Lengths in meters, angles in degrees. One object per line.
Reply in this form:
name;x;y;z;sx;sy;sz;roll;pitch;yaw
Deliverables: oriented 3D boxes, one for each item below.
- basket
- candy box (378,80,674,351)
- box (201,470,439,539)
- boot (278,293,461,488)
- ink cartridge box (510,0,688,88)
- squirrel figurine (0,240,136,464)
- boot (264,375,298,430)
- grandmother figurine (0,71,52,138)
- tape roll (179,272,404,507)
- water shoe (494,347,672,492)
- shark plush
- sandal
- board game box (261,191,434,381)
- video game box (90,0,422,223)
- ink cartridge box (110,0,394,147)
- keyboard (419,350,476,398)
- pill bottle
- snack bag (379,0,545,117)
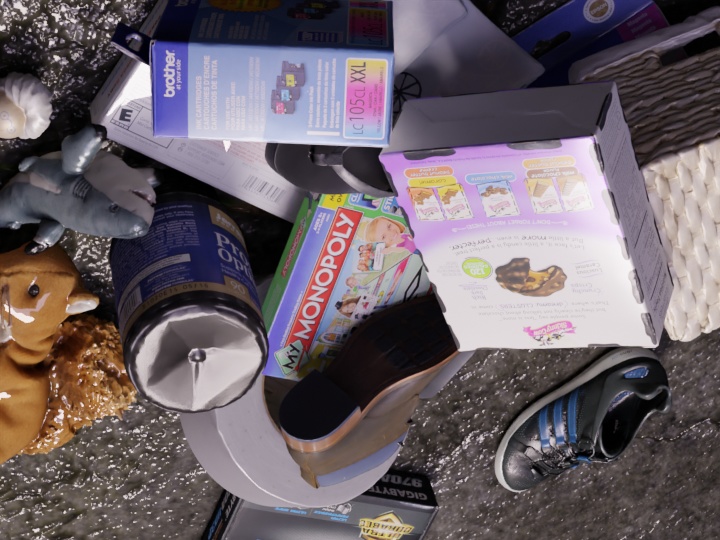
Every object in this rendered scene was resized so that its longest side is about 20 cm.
basket;0.292;-0.085;1.405;0.197;0.161;0.201;-20;127;-1
candy box;0.128;-0.035;1.312;0.167;0.072;0.201;-2;130;27
box;-0.045;0.256;1.696;0.199;0.046;0.159;12;122;-23
boot;0.018;0.097;1.433;0.200;0.075;0.097;-32;148;-20
ink cartridge box;0.190;-0.125;1.472;0.196;0.043;0.200;-32;129;11
squirrel figurine;-0.276;0.063;1.460;0.200;0.142;0.187;21;109;-43
boot;-0.059;0.139;1.564;0.200;0.073;0.096;40;67;-27
grandmother figurine;-0.328;-0.098;1.353;0.199;0.061;0.121;-21;137;5
tape roll;-0.053;0.100;1.487;0.200;0.201;0.066;25;161;-29
water shoe;0.206;0.152;1.659;0.071;0.079;0.200;32;113;-31
shark plush;-0.248;-0.052;1.373;0.199;0.084;0.091;-5;155;16
sandal;0.022;-0.085;1.346;0.199;0.043;0.076;10;104;-30
board game box;0.000;0.000;1.421;0.134;0.029;0.201;12;109;-31
video game box;-0.083;-0.149;1.382;0.199;0.047;0.182;25;119;-29
ink cartridge box;-0.076;-0.146;1.255;0.199;0.137;0.077;1;114;0
keyboard;0.052;0.028;1.519;0.127;0.021;0.200;38;136;2
pill bottle;-0.140;0.009;1.388;0.111;0.200;0.112;-7;128;-9
snack bag;0.019;-0.146;1.370;0.188;0.021;0.200;-42;126;16
